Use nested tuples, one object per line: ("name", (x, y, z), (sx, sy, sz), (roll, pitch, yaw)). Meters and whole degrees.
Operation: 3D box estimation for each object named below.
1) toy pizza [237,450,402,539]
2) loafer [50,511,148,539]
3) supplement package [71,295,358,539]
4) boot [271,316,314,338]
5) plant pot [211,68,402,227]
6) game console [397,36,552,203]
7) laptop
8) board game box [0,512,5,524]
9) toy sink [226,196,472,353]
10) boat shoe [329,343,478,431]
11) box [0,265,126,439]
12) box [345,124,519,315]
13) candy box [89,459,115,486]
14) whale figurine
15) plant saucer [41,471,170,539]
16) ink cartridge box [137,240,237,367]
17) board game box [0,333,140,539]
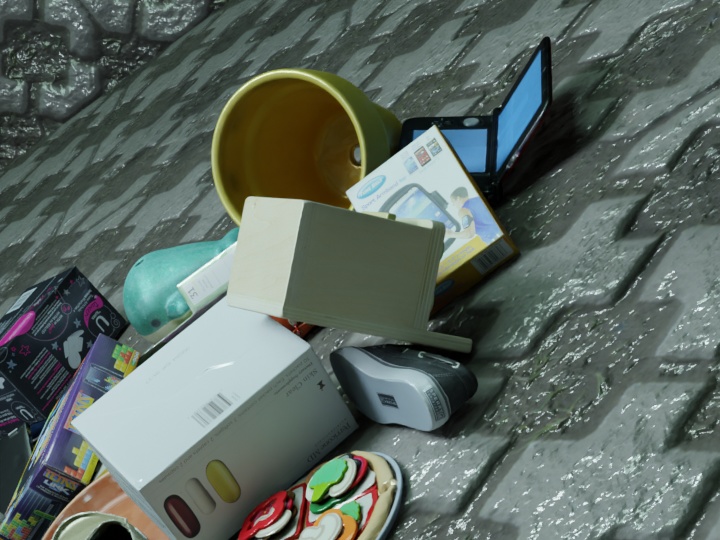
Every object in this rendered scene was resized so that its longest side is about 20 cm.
("toy pizza", (-0.050, 0.222, 1.316), (0.200, 0.032, 0.200), (-34, 21, 15))
("loafer", (-0.228, 0.257, 1.415), (0.200, 0.068, 0.076), (11, 56, 51))
("supplement package", (-0.134, 0.143, 1.443), (0.200, 0.111, 0.156), (-40, 36, -14))
("boot", (-0.074, 0.041, 1.686), (0.107, 0.075, 0.200), (-13, 32, 42))
("plant pot", (-0.038, -0.130, 1.781), (0.200, 0.201, 0.189), (-28, -7, 28))
("game console", (0.122, -0.167, 1.690), (0.172, 0.119, 0.200), (0, 29, 7))
("laptop", (-0.440, 0.276, 1.914), (0.187, 0.116, 0.200), (-35, 49, 14))
("board game box", (-0.448, 0.314, 1.576), (0.148, 0.064, 0.200), (-54, 6, -36))
("toy sink", (0.000, 0.000, 1.413), (0.130, 0.200, 0.112), (8, 87, 63))
("boat shoe", (0.039, 0.093, 1.390), (0.066, 0.070, 0.200), (-29, 13, -21))
("box", (-0.435, 0.112, 2.099), (0.132, 0.115, 0.200), (-21, 26, 43))
("box", (0.065, -0.058, 1.569), (0.119, 0.041, 0.200), (-37, 50, 9))
("candy box", (-0.207, 0.162, 1.672), (0.136, 0.061, 0.200), (-34, 21, 17))
("whale figurine", (-0.216, 0.004, 1.945), (0.200, 0.104, 0.159), (-38, 19, 25))
("plant saucer", (-0.236, 0.268, 1.505), (0.200, 0.032, 0.201), (-27, 33, 19))
("ink cartridge box", (-0.178, 0.039, 1.812), (0.200, 0.048, 0.146), (-34, -11, 10))
("board game box", (-0.322, 0.193, 1.707), (0.165, 0.057, 0.200), (-54, 14, 39))
